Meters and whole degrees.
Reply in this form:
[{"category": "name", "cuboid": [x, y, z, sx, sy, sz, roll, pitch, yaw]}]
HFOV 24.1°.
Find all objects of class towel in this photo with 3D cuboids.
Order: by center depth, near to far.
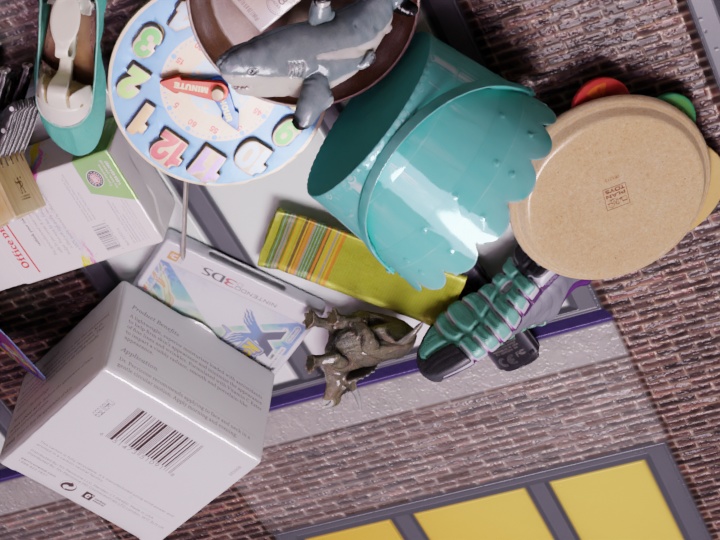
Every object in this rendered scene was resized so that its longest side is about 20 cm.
[{"category": "towel", "cuboid": [0.000, 0.000, 1.665, 0.199, 0.018, 0.086, 20, 142, -2]}]

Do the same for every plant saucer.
[{"category": "plant saucer", "cuboid": [-0.049, -0.238, 1.449, 0.200, 0.035, 0.201, 0, 121, 0]}]

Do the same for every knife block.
[{"category": "knife block", "cuboid": [-0.376, -0.113, 1.550, 0.200, 0.064, 0.176, -24, 93, 20]}]

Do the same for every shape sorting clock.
[{"category": "shape sorting clock", "cuboid": [-0.127, -0.166, 1.520, 0.199, 0.039, 0.200, -1, 121, -2]}]

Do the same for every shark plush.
[{"category": "shark plush", "cuboid": [-0.019, -0.198, 1.398, 0.200, 0.091, 0.083, -27, 134, 8]}]

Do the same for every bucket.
[{"category": "bucket", "cuboid": [0.058, -0.099, 1.479, 0.135, 0.207, 0.207, 34, 127, -17]}]

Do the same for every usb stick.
[{"category": "usb stick", "cuboid": [0.115, 0.028, 1.694, 0.055, 0.033, 0.200, -24, 125, 22]}]

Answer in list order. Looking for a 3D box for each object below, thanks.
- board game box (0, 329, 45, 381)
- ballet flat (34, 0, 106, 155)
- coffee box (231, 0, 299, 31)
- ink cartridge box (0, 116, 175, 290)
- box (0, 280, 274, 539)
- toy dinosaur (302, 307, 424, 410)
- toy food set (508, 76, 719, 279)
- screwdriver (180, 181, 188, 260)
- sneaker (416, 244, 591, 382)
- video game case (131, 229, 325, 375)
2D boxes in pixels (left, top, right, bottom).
[{"category": "board game box", "cuboid": [-0.403, 0.053, 1.694, 0.158, 0.039, 0.200, 26, 157, 49]}, {"category": "ballet flat", "cuboid": [-0.260, -0.186, 1.481, 0.067, 0.070, 0.201, 10, 116, 6]}, {"category": "coffee box", "cuboid": [-0.041, -0.304, 1.347, 0.200, 0.080, 0.114, -37, 114, 18]}, {"category": "ink cartridge box", "cuboid": [-0.296, -0.062, 1.629, 0.199, 0.067, 0.117, -16, 125, 19]}, {"category": "box", "cuboid": [-0.229, 0.151, 1.743, 0.199, 0.131, 0.200, 34, 127, -23]}, {"category": "toy dinosaur", "cuboid": [0.007, 0.070, 1.703, 0.102, 0.077, 0.200, 9, 148, -39]}, {"category": "toy food set", "cuboid": [0.228, -0.081, 1.543, 0.200, 0.049, 0.198, -33, 124, 10]}, {"category": "screwdriver", "cuboid": [-0.170, -0.087, 1.615, 0.029, 0.028, 0.200, -9, 131, -26]}, {"category": "sneaker", "cuboid": [0.148, 0.049, 1.649, 0.200, 0.074, 0.088, -42, 134, 9]}, {"category": "video game case", "cuboid": [-0.162, 0.062, 1.760, 0.182, 0.022, 0.200, 26, 130, -16]}]
